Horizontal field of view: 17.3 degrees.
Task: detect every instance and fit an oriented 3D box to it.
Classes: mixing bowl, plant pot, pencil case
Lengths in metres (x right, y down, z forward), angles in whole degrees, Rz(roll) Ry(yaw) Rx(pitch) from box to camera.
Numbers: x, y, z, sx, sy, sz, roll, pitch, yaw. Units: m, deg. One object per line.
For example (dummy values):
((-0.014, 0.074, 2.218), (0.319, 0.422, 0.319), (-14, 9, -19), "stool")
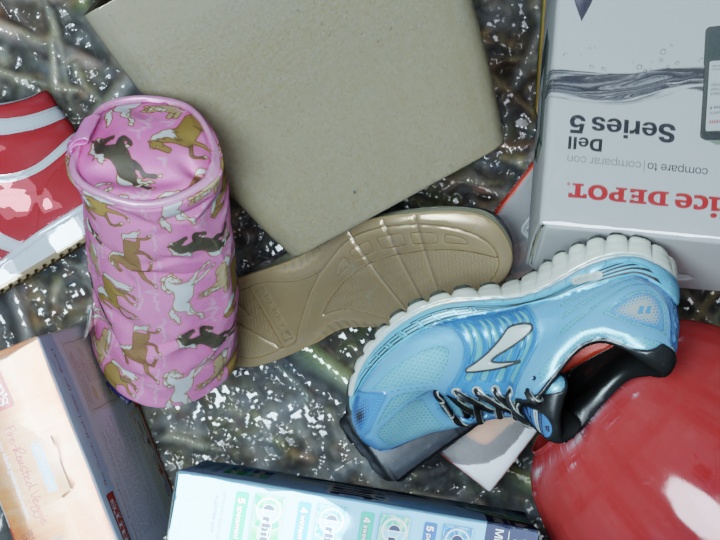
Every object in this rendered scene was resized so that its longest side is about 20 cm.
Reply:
((0.168, 0.101, 1.335), (0.108, 0.200, 0.200), (41, 92, -2), "mixing bowl")
((-0.023, -0.123, 1.354), (0.200, 0.200, 0.177), (-28, 101, 2), "plant pot")
((-0.113, -0.009, 1.295), (0.086, 0.200, 0.083), (-18, 56, -15), "pencil case")

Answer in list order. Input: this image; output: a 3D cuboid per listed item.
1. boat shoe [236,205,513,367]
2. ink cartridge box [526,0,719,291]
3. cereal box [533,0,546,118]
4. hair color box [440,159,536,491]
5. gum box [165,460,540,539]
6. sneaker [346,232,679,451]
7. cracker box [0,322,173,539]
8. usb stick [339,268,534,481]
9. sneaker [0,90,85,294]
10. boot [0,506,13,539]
((0.000, 0.000, 1.379), (0.200, 0.065, 0.072), (-21, 108, 26), "boat shoe")
((0.174, -0.098, 1.326), (0.145, 0.084, 0.200), (5, 73, 0), "ink cartridge box")
((0.208, -0.154, 1.411), (0.200, 0.040, 0.144), (4, 90, 2), "cereal box")
((0.099, 0.021, 1.407), (0.101, 0.061, 0.200), (37, 93, 0), "hair color box")
((-0.002, 0.147, 1.357), (0.200, 0.170, 0.045), (9, 87, 1), "gum box")
((0.081, 0.054, 1.275), (0.200, 0.078, 0.090), (-25, 52, 21), "sneaker")
((-0.163, 0.102, 1.348), (0.058, 0.200, 0.134), (-21, 90, 4), "cracker box")
((0.079, 0.047, 1.361), (0.200, 0.033, 0.055), (-36, 82, 1), "usb stick")
((-0.248, -0.031, 1.413), (0.200, 0.071, 0.113), (-30, 94, -5), "sneaker")
((-0.258, 0.179, 1.384), (0.200, 0.070, 0.132), (-28, 100, -36), "boot")
